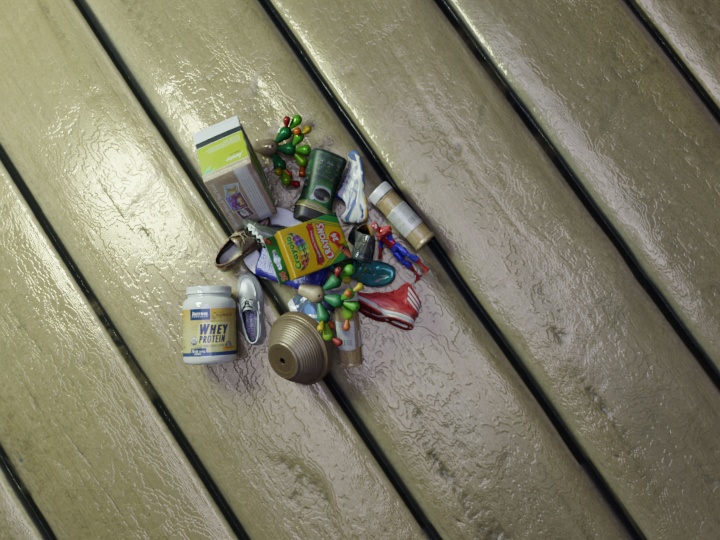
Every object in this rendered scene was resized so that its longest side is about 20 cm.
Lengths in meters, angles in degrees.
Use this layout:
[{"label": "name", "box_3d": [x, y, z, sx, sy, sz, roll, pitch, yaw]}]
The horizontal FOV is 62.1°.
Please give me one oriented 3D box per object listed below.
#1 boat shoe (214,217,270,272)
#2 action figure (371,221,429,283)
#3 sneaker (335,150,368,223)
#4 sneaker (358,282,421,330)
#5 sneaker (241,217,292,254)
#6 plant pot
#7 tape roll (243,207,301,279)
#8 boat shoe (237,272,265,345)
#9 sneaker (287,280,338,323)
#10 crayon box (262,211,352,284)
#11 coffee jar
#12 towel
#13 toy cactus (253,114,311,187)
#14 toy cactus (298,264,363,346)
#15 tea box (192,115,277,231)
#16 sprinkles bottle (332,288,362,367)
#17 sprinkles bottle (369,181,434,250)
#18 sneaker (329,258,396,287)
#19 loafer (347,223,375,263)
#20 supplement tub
[{"label": "boat shoe", "box_3d": [-0.319, -0.075, 1.618, 0.076, 0.072, 0.201, 40, 88, 4]}, {"label": "action figure", "box_3d": [0.089, -0.046, 1.616, 0.200, 0.099, 0.065, 48, 130, 3]}, {"label": "sneaker", "box_3d": [-0.029, -0.232, 1.658, 0.086, 0.075, 0.204, -6, 84, 2]}, {"label": "sneaker", "box_3d": [0.074, 0.079, 1.644, 0.197, 0.079, 0.117, 24, 63, 10]}, {"label": "sneaker", "box_3d": [-0.215, -0.088, 1.566, 0.199, 0.067, 0.091, 36, 76, 2]}, {"label": "plant pot", "box_3d": [-0.177, 0.217, 1.565, 0.198, 0.092, 0.205, 12, 114, 30]}, {"label": "tape roll", "box_3d": [-0.239, -0.074, 1.670, 0.199, 0.037, 0.207, 0, 86, 3]}, {"label": "boat shoe", "box_3d": [-0.304, 0.105, 1.641, 0.071, 0.069, 0.204, -4, 85, 1]}, {"label": "sneaker", "box_3d": [-0.093, 0.125, 1.626, 0.145, 0.081, 0.202, -34, 79, 3]}, {"label": "crayon box", "box_3d": [-0.133, -0.057, 1.520, 0.197, 0.051, 0.129, -22, 90, -22]}, {"label": "coffee jar", "box_3d": [-0.112, -0.222, 1.634, 0.103, 0.085, 0.203, 19, 86, -21]}, {"label": "towel", "box_3d": [-0.175, -0.028, 1.610, 0.197, 0.050, 0.150, 17, 81, 16]}, {"label": "toy cactus", "box_3d": [-0.220, -0.337, 1.665, 0.162, 0.102, 0.204, 7, 94, 12]}, {"label": "toy cactus", "box_3d": [-0.083, 0.076, 1.515, 0.162, 0.102, 0.203, 18, 102, 12]}, {"label": "tea box", "box_3d": [-0.328, -0.253, 1.573, 0.132, 0.201, 0.199, -22, 54, 0]}, {"label": "sprinkles bottle", "box_3d": [-0.034, 0.155, 1.603, 0.067, 0.068, 0.204, -4, 102, 1]}, {"label": "sprinkles bottle", "box_3d": [0.113, -0.149, 1.641, 0.068, 0.068, 0.200, -42, 85, -2]}, {"label": "sneaker", "box_3d": [0.000, 0.000, 1.635, 0.196, 0.080, 0.079, 10, 86, 2]}, {"label": "loafer", "box_3d": [0.012, -0.089, 1.585, 0.072, 0.201, 0.073, 14, 112, -14]}, {"label": "supplement tub", "box_3d": [-0.404, 0.145, 1.604, 0.141, 0.144, 0.204, -3, 85, 2]}]
